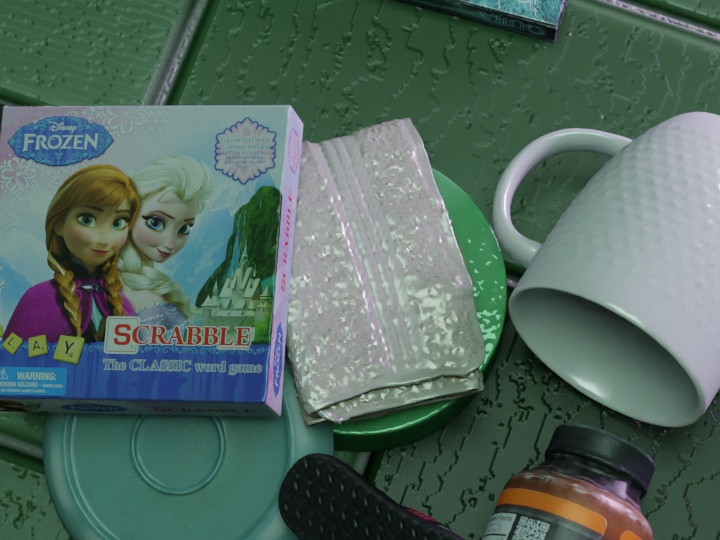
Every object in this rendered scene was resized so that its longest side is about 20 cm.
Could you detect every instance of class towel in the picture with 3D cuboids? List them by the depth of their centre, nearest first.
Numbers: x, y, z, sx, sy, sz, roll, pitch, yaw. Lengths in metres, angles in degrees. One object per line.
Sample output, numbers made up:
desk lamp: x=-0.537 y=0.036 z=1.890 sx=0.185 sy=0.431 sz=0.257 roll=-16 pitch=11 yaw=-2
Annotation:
towel: x=0.000 y=0.000 z=1.663 sx=0.132 sy=0.035 sz=0.201 roll=-13 pitch=70 yaw=-15

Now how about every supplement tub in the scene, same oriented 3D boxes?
supplement tub: x=0.122 y=0.202 z=1.620 sx=0.106 sy=0.107 sz=0.201 roll=22 pitch=74 yaw=8

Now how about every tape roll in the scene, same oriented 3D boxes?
tape roll: x=0.000 y=0.020 z=1.712 sx=0.199 sy=0.048 sz=0.202 roll=0 pitch=72 yaw=1

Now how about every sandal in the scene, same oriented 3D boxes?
sandal: x=0.031 y=0.182 z=1.588 sx=0.200 sy=0.045 sz=0.075 roll=39 pitch=100 yaw=32

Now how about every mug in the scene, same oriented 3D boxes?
mug: x=0.182 y=-0.022 z=1.676 sx=0.199 sy=0.148 sz=0.176 roll=28 pitch=67 yaw=18

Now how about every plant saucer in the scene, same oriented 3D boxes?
plant saucer: x=-0.117 y=0.115 z=1.662 sx=0.199 sy=0.027 sz=0.201 roll=-1 pitch=87 yaw=11

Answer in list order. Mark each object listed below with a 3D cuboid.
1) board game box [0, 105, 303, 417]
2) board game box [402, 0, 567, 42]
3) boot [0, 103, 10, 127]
board game box: x=-0.143 y=-0.008 z=1.639 sx=0.199 sy=0.041 sz=0.201 roll=0 pitch=73 yaw=11
board game box: x=0.061 y=-0.252 z=1.809 sx=0.199 sy=0.028 sz=0.136 roll=16 pitch=73 yaw=5
boot: x=-0.230 y=-0.020 z=1.714 sx=0.197 sy=0.073 sz=0.163 roll=19 pitch=71 yaw=14
